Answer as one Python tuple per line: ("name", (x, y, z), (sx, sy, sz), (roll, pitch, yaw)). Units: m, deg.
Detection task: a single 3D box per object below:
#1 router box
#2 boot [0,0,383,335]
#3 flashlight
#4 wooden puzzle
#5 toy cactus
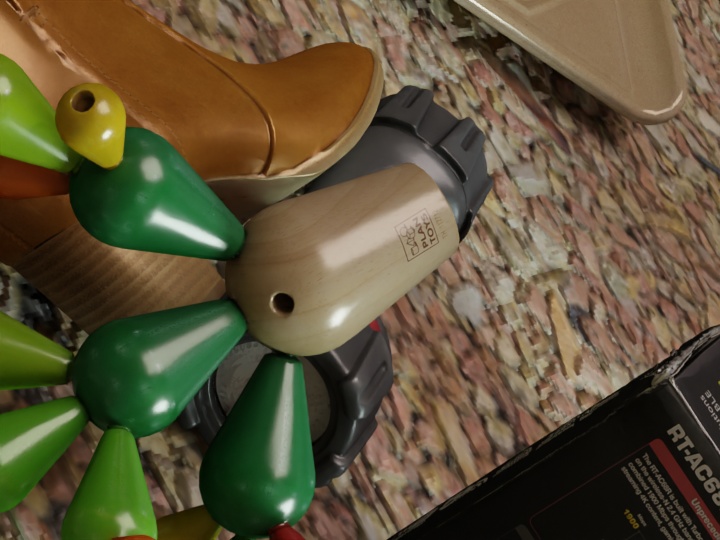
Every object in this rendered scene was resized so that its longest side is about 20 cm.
("router box", (0.103, 0.139, 0.771), (0.200, 0.150, 0.062), (56, 30, 2))
("boot", (-0.076, -0.071, 0.807), (0.144, 0.071, 0.201), (51, 36, -12))
("flashlight", (0.000, 0.000, 0.851), (0.200, 0.068, 0.068), (-52, 131, -59))
("wooden puzzle", (0.056, -0.167, 1.123), (0.199, 0.037, 0.186), (25, 42, -32))
("toy cactus", (-0.045, 0.015, 0.703), (0.165, 0.102, 0.201), (-29, 94, -19))
